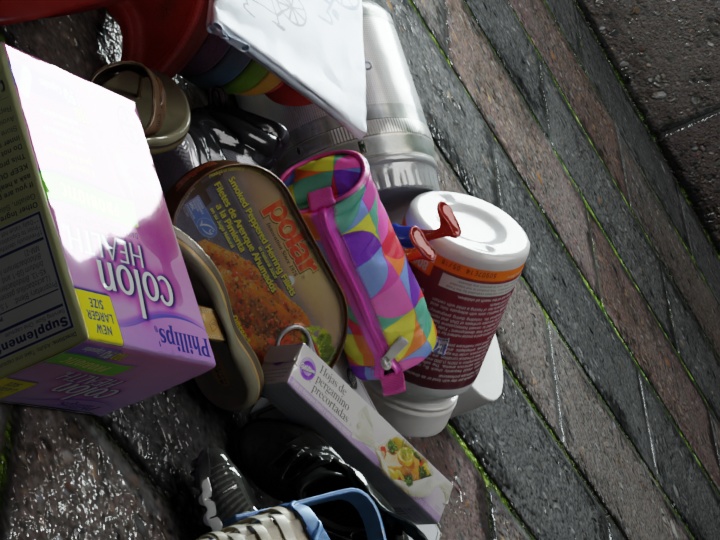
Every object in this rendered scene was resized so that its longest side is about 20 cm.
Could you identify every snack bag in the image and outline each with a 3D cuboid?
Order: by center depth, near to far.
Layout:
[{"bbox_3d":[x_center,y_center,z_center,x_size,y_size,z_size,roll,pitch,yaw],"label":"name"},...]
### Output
[{"bbox_3d":[-0.058,-0.215,1.634,0.188,0.021,0.200,34,39,-39],"label":"snack bag"}]

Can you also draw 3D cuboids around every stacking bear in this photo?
[{"bbox_3d":[-0.096,-0.191,1.688,0.200,0.114,0.122,17,50,-45],"label":"stacking bear"}]

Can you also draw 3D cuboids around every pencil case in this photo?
[{"bbox_3d":[0.000,0.000,1.635,0.088,0.088,0.200,-87,157,-54],"label":"pencil case"}]

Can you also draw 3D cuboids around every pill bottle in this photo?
[{"bbox_3d":[0.064,0.041,1.801,0.114,0.200,0.114,16,28,-9],"label":"pill bottle"}]

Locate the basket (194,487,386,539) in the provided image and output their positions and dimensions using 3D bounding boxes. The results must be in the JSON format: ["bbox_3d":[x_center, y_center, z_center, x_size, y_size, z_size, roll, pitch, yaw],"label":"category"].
[{"bbox_3d":[-0.046,0.233,1.319,0.200,0.139,0.177,-1,66,-38],"label":"basket"}]

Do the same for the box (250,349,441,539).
[{"bbox_3d":[-0.009,0.170,1.672,0.200,0.060,0.117,62,18,-14],"label":"box"}]

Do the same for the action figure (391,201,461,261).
[{"bbox_3d":[-0.004,-0.023,1.738,0.052,0.200,0.065,55,52,-17],"label":"action figure"}]

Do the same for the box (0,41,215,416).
[{"bbox_3d":[-0.197,-0.021,1.299,0.176,0.096,0.200,21,49,-67],"label":"box"}]

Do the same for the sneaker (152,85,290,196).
[{"bbox_3d":[-0.088,-0.052,1.630,0.114,0.075,0.200,-46,112,-40],"label":"sneaker"}]

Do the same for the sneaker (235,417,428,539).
[{"bbox_3d":[-0.025,0.160,1.482,0.200,0.060,0.104,38,-9,25],"label":"sneaker"}]

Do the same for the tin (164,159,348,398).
[{"bbox_3d":[-0.083,0.006,1.552,0.042,0.112,0.200,27,-32,58],"label":"tin"}]

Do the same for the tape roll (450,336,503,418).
[{"bbox_3d":[0.069,0.050,2.033,0.203,0.071,0.203,55,21,-33],"label":"tape roll"}]

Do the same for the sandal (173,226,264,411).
[{"bbox_3d":[-0.134,0.034,1.479,0.054,0.080,0.200,-49,128,-34],"label":"sandal"}]

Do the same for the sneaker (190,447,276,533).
[{"bbox_3d":[-0.049,0.208,1.427,0.066,0.090,0.200,68,-3,-80],"label":"sneaker"}]

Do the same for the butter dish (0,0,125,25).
[{"bbox_3d":[-0.204,-0.266,1.500,0.148,0.199,0.200,90,-17,-73],"label":"butter dish"}]

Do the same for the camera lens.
[{"bbox_3d":[-0.024,-0.136,1.839,0.160,0.160,0.200,22,47,-66],"label":"camera lens"}]

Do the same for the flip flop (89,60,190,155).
[{"bbox_3d":[-0.177,-0.123,1.504,0.081,0.058,0.200,25,20,11],"label":"flip flop"}]

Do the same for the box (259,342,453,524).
[{"bbox_3d":[-0.003,0.130,1.581,0.200,0.041,0.039,45,54,-31],"label":"box"}]
